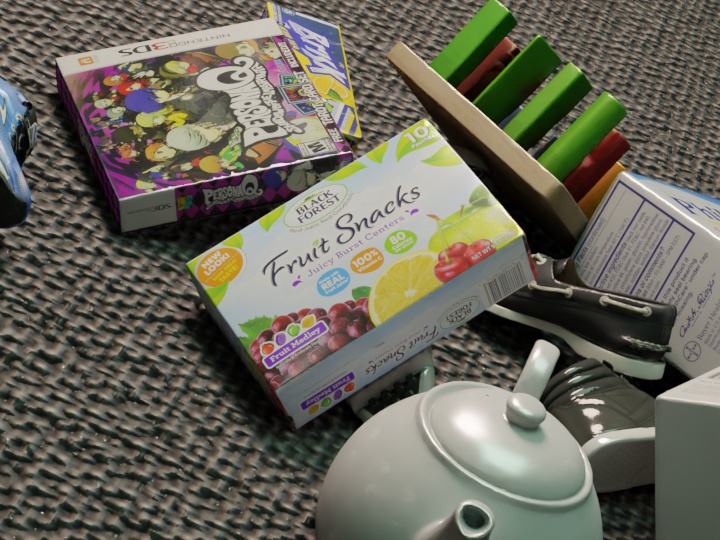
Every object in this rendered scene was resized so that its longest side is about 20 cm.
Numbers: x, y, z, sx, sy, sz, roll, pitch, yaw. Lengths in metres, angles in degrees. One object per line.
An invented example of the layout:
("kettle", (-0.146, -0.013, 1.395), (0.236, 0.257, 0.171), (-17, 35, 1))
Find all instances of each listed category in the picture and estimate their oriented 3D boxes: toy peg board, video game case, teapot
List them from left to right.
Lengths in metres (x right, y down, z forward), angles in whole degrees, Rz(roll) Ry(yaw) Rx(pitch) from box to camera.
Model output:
("video game case", (-0.120, -0.112, 1.879), (0.180, 0.036, 0.200), (-12, 39, -14))
("teapot", (0.076, 0.136, 1.562), (0.196, 0.147, 0.200), (5, 33, -36))
("toy peg board", (0.147, -0.108, 2.006), (0.200, 0.098, 0.199), (45, -1, 31))

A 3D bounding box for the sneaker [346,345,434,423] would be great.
("sneaker", (0.017, 0.043, 1.762), (0.081, 0.075, 0.201), (51, 16, -46))

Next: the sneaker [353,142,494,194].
("sneaker", (0.032, -0.042, 1.927), (0.199, 0.081, 0.075), (-17, 65, -44))

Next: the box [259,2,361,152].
("box", (-0.050, -0.139, 2.030), (0.070, 0.065, 0.200), (17, 29, -16))

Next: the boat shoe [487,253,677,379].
("boat shoe", (0.150, 0.020, 1.883), (0.199, 0.061, 0.074), (26, 13, 36))

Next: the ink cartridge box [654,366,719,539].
("ink cartridge box", (0.310, 0.140, 1.705), (0.146, 0.147, 0.200), (6, 14, 34))

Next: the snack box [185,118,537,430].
("snack box", (0.000, 0.000, 1.709), (0.199, 0.053, 0.142), (-32, 48, -8))

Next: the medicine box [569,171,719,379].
("medicine box", (0.290, 0.025, 1.939), (0.200, 0.103, 0.182), (39, 16, 34))

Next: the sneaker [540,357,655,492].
("sneaker", (0.211, 0.107, 1.813), (0.199, 0.071, 0.099), (2, 37, -36))

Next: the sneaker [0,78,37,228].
("sneaker", (-0.260, -0.097, 1.756), (0.089, 0.079, 0.200), (6, 33, -30))
